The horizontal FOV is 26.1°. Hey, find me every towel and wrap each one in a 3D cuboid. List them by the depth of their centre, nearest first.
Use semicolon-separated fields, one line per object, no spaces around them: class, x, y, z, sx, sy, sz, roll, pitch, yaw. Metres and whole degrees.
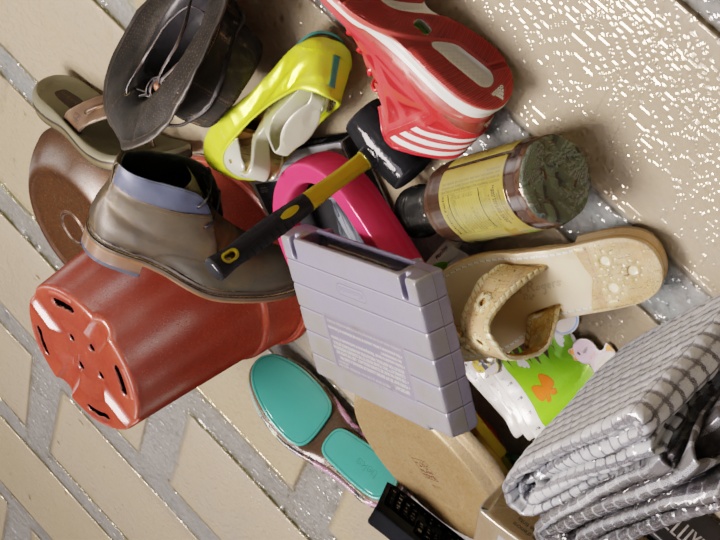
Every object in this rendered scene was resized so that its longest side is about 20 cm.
towel;0.201;0.098;1.021;0.086;0.165;0.200;49;148;0

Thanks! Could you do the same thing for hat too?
hat;-0.126;-0.173;1.239;0.080;0.203;0.200;24;159;-28

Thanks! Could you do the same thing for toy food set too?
toy food set;0.070;0.155;1.323;0.199;0.049;0.200;51;159;-7

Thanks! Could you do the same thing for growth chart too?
growth chart;0.115;0.058;1.206;0.200;0.018;0.145;46;135;12

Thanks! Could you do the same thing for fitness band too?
fitness band;0.000;0.000;1.234;0.201;0.037;0.144;56;149;11

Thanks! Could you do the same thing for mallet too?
mallet;-0.027;-0.047;1.146;0.066;0.200;0.041;42;153;5

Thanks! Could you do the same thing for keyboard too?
keyboard;0.098;0.254;1.339;0.199;0.104;0.040;37;112;0

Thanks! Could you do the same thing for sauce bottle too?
sauce bottle;0.087;-0.054;1.115;0.065;0.064;0.199;60;156;-10

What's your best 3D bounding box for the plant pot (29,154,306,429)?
plant pot;-0.181;0.030;1.410;0.200;0.195;0.202;32;142;30

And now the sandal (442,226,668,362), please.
sandal;0.110;0.028;1.085;0.210;0.070;0.078;-20;106;32

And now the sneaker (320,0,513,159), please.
sneaker;0.010;-0.155;1.112;0.200;0.078;0.116;48;145;12

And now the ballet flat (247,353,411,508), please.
ballet flat;-0.029;0.158;1.465;0.199;0.069;0.071;38;170;23

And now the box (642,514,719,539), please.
box;0.212;0.239;1.237;0.157;0.050;0.201;40;145;20

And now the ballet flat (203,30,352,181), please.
ballet flat;-0.070;-0.111;1.229;0.200;0.066;0.068;-41;43;47

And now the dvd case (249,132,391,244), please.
dvd case;-0.014;-0.016;1.314;0.149;0.025;0.202;-4;116;53

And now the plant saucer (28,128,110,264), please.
plant saucer;-0.287;-0.051;1.618;0.199;0.037;0.202;33;142;31

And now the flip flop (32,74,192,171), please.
flip flop;-0.235;-0.146;1.441;0.199;0.081;0.058;35;129;36

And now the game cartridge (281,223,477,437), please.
game cartridge;0.013;0.042;1.169;0.199;0.038;0.131;20;133;57

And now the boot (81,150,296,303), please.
boot;-0.127;-0.036;1.292;0.197;0.075;0.098;11;132;-12

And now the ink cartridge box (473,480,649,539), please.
ink cartridge box;0.176;0.265;1.191;0.199;0.075;0.166;34;141;26
